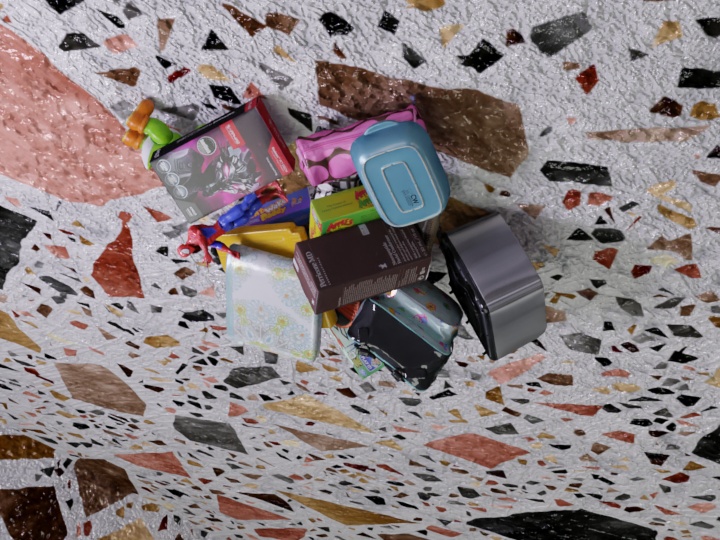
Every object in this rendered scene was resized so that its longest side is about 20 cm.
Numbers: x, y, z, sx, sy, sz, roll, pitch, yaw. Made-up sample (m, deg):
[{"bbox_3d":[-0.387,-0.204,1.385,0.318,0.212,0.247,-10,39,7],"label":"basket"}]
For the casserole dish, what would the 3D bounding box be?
[{"bbox_3d":[0.061,-0.133,1.404,0.120,0.039,0.201,-16,136,13],"label":"casserole dish"}]

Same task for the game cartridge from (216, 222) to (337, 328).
[{"bbox_3d":[-0.147,0.014,1.637,0.175,0.033,0.201,-4,123,27],"label":"game cartridge"}]

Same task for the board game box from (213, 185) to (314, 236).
[{"bbox_3d":[-0.143,-0.062,1.702,0.198,0.045,0.135,-20,141,7],"label":"board game box"}]

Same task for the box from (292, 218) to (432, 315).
[{"bbox_3d":[0.002,-0.014,1.515,0.198,0.101,0.075,-18,150,-17],"label":"box"}]

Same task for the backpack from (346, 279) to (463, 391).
[{"bbox_3d":[0.084,0.091,1.626,0.175,0.154,0.200,33,-171,5],"label":"backpack"}]

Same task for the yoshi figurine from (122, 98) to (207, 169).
[{"bbox_3d":[-0.286,-0.206,1.592,0.199,0.112,0.112,34,106,-5],"label":"yoshi figurine"}]

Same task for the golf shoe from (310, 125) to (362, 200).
[{"bbox_3d":[-0.041,-0.143,1.544,0.077,0.095,0.201,26,156,33],"label":"golf shoe"}]

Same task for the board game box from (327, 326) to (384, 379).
[{"bbox_3d":[0.006,0.083,1.740,0.134,0.029,0.201,-32,105,10],"label":"board game box"}]

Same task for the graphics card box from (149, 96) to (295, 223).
[{"bbox_3d":[-0.218,-0.173,1.517,0.199,0.051,0.126,-24,118,11],"label":"graphics card box"}]

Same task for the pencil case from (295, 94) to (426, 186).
[{"bbox_3d":[0.001,-0.188,1.426,0.198,0.092,0.094,-16,179,11],"label":"pencil case"}]

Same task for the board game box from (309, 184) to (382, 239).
[{"bbox_3d":[0.017,-0.093,1.551,0.198,0.048,0.102,-18,150,-16],"label":"board game box"}]

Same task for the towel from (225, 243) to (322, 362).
[{"bbox_3d":[-0.145,0.057,1.622,0.170,0.048,0.201,13,127,12],"label":"towel"}]

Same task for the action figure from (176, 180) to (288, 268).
[{"bbox_3d":[-0.201,-0.061,1.548,0.199,0.099,0.065,-30,154,-1],"label":"action figure"}]

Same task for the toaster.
[{"bbox_3d":[0.218,0.019,1.602,0.118,0.182,0.201,-25,144,-3],"label":"toaster"}]

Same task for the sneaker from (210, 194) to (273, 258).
[{"bbox_3d":[-0.219,-0.075,1.751,0.073,0.088,0.200,29,147,-22],"label":"sneaker"}]

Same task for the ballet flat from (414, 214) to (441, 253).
[{"bbox_3d":[0.109,-0.071,1.550,0.046,0.068,0.201,-16,144,-19],"label":"ballet flat"}]

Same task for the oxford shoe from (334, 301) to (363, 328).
[{"bbox_3d":[0.000,0.000,1.659,0.071,0.073,0.201,29,113,10],"label":"oxford shoe"}]
